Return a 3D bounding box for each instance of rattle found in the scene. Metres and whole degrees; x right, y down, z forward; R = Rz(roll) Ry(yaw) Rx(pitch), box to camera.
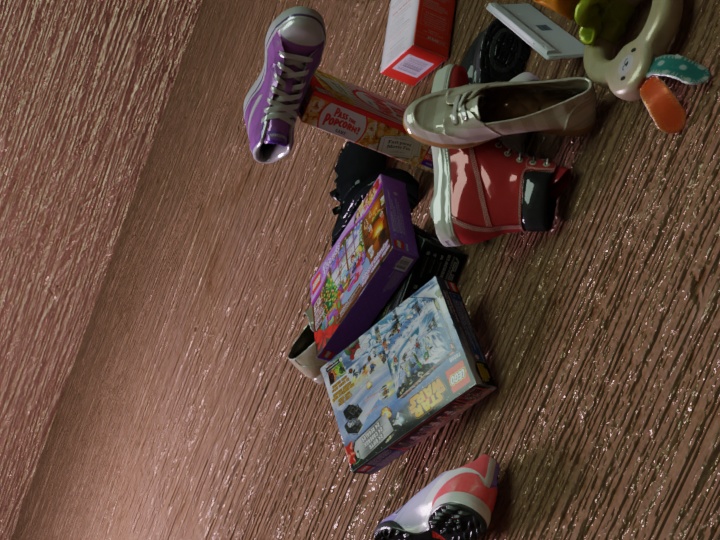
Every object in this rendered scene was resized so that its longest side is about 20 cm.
[{"bbox_3d":[0.232,-0.228,1.015,0.130,0.143,0.201,-30,37,32],"label":"rattle"}]

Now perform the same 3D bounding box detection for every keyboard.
[{"bbox_3d":[0.199,-0.271,1.222,0.200,0.056,0.011,-115,28,-58],"label":"keyboard"}]

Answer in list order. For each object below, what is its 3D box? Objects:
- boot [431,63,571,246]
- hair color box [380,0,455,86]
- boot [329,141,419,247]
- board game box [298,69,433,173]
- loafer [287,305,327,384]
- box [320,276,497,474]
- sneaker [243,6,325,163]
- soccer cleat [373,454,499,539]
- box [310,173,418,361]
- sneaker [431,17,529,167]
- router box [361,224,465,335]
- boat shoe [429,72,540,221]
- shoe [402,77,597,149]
[{"bbox_3d":[0.149,-0.132,1.148,0.143,0.072,0.201,-9,76,24],"label":"boot"},{"bbox_3d":[0.088,-0.377,1.547,0.101,0.061,0.201,-28,50,59],"label":"hair color box"},{"bbox_3d":[0.018,-0.129,1.520,0.198,0.073,0.163,-45,31,48],"label":"boot"},{"bbox_3d":[0.003,-0.203,1.434,0.046,0.199,0.152,-64,25,18],"label":"board game box"},{"bbox_3d":[-0.041,0.065,1.508,0.201,0.068,0.076,-66,23,14],"label":"loafer"},{"bbox_3d":[0.048,0.119,1.204,0.200,0.040,0.137,-40,53,31],"label":"box"},{"bbox_3d":[-0.087,-0.212,1.311,0.201,0.072,0.115,117,154,-46],"label":"sneaker"},{"bbox_3d":[0.080,0.249,1.119,0.073,0.068,0.200,-58,7,-36],"label":"soccer cleat"},{"bbox_3d":[0.000,0.000,1.335,0.200,0.039,0.137,-56,27,35],"label":"box"},{"bbox_3d":[0.138,-0.202,1.307,0.201,0.076,0.091,-65,16,-5],"label":"sneaker"},{"bbox_3d":[0.042,0.044,1.339,0.201,0.062,0.150,-69,24,7],"label":"router box"},{"bbox_3d":[0.152,-0.123,1.215,0.069,0.072,0.200,44,105,34],"label":"boat shoe"},{"bbox_3d":[0.141,-0.168,1.102,0.053,0.199,0.070,73,-165,-65],"label":"shoe"}]
